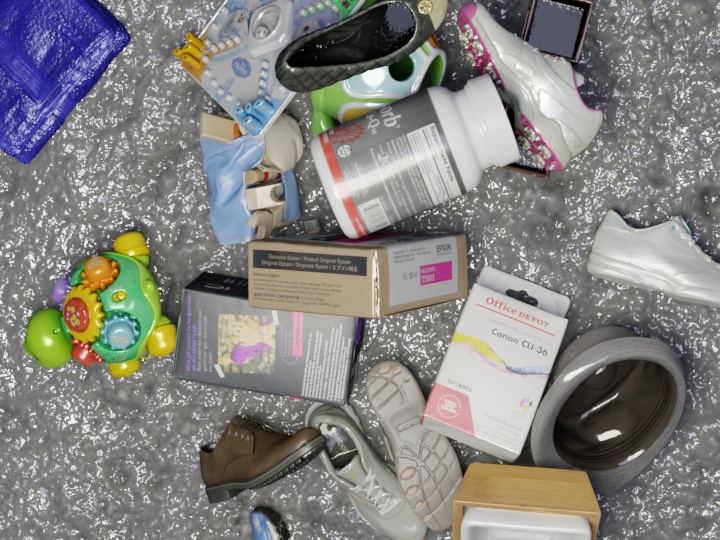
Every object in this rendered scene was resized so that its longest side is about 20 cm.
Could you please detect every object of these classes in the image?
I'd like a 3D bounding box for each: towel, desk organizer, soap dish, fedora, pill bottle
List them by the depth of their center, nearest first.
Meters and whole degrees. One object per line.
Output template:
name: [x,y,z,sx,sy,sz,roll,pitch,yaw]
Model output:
pill bottle: [0.057,-0.121,1.611,0.198,0.116,0.117,-22,94,4]
desk organizer: [0.199,-0.205,1.714,0.071,0.077,0.202,14,97,3]
soap dish: [0.180,0.283,1.721,0.155,0.201,0.082,3,60,5]
fedora: [0.265,0.140,1.725,0.175,0.091,0.202,12,118,-21]
towel: [-0.374,-0.241,1.774,0.148,0.050,0.200,42,98,-1]

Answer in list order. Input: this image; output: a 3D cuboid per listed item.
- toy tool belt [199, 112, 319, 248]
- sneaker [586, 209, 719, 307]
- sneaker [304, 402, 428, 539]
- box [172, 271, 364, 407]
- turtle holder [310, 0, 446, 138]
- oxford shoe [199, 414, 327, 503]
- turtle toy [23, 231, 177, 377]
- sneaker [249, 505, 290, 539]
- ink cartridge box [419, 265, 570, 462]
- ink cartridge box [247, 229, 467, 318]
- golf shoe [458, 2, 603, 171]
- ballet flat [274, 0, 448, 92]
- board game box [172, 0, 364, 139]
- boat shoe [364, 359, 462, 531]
toy tool belt: [-0.126,-0.080,1.727,0.124,0.123,0.203,-8,96,32]
sneaker: [0.357,-0.014,1.729,0.198,0.075,0.090,16,86,4]
sneaker: [0.003,0.238,1.772,0.076,0.092,0.200,-40,93,7]
box: [-0.099,0.076,1.748,0.197,0.122,0.107,9,99,4]
turtle holder: [0.010,-0.208,1.684,0.131,0.141,0.187,24,68,18]
oxford shoe: [-0.119,0.202,1.754,0.199,0.072,0.085,-23,88,40]
turtle toy: [-0.300,0.052,1.759,0.199,0.101,0.147,-28,79,38]
sneaker: [-0.121,0.374,1.806,0.088,0.079,0.203,-1,96,3]
ink cartridge box: [0.154,0.094,1.721,0.115,0.068,0.202,21,75,5]
ink cartridge box: [0.000,0.000,1.668,0.163,0.199,0.076,3,96,31]
golf shoe: [0.179,-0.206,1.648,0.091,0.075,0.201,-34,95,-7]
ballet flat: [0.005,-0.235,1.594,0.198,0.057,0.067,-28,92,-9]
board game box: [-0.102,-0.268,1.689,0.026,0.200,0.201,31,99,-43]
boat shoe: [0.066,0.195,1.773,0.074,0.073,0.202,-20,88,1]
